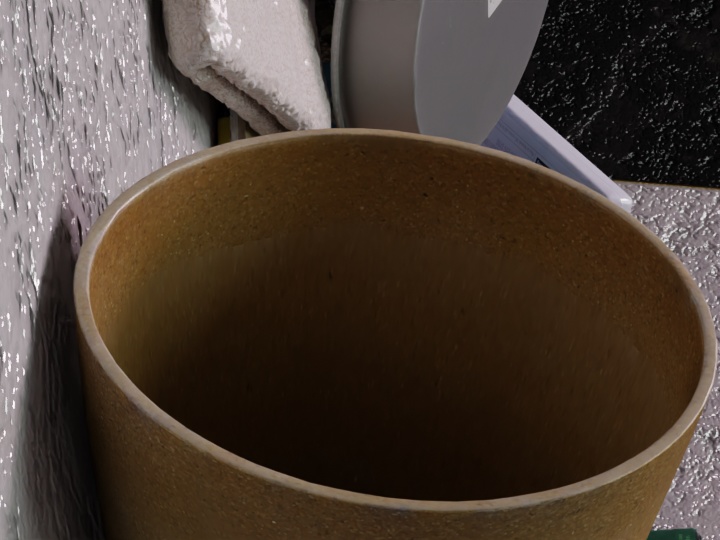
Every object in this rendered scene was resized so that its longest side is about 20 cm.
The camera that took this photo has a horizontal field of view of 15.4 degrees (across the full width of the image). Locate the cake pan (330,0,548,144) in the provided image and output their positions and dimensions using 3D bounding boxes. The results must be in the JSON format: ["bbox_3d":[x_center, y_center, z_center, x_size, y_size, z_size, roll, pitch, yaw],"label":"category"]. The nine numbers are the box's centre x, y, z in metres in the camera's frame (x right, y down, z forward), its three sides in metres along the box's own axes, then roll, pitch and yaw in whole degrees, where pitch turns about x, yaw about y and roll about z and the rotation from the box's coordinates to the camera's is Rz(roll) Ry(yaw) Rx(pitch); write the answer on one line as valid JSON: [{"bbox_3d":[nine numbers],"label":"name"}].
[{"bbox_3d":[0.046,-0.137,1.226,0.200,0.037,0.201,-52,151,-45],"label":"cake pan"}]

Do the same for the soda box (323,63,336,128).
[{"bbox_3d":[0.011,-0.067,1.381,0.068,0.064,0.200,-19,100,-48],"label":"soda box"}]

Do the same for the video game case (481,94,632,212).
[{"bbox_3d":[0.062,-0.008,1.473,0.200,0.022,0.182,46,-55,47],"label":"video game case"}]

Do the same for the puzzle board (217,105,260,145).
[{"bbox_3d":[-0.044,-0.012,1.225,0.200,0.017,0.151,74,12,-61],"label":"puzzle board"}]

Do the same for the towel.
[{"bbox_3d":[-0.048,-0.128,1.098,0.200,0.034,0.133,29,53,-77],"label":"towel"}]

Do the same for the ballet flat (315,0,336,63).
[{"bbox_3d":[0.000,-0.181,1.294,0.072,0.072,0.201,78,8,-52],"label":"ballet flat"}]

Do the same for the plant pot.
[{"bbox_3d":[0.001,0.089,0.819,0.187,0.186,0.200,-89,-175,-55],"label":"plant pot"}]

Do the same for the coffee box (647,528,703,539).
[{"bbox_3d":[0.085,0.196,1.417,0.044,0.199,0.123,-87,172,-46],"label":"coffee box"}]
